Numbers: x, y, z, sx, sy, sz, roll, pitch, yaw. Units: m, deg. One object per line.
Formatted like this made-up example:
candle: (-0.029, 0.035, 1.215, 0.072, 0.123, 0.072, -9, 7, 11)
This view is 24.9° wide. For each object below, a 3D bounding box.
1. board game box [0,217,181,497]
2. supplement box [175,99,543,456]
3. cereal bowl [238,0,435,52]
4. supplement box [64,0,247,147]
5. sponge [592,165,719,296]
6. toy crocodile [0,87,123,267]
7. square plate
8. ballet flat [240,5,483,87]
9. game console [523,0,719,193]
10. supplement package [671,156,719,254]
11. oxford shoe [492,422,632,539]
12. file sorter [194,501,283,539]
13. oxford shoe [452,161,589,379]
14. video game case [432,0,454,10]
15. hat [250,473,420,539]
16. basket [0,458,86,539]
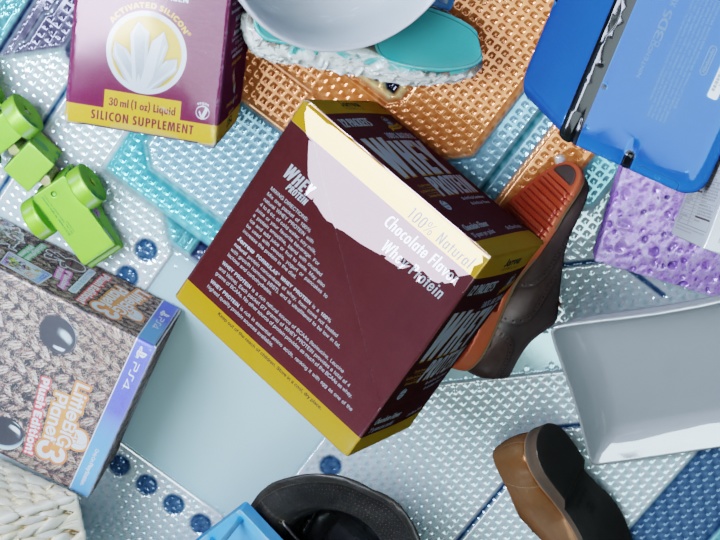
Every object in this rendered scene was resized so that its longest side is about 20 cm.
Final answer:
board game box: (-0.283, 0.071, 1.418, 0.198, 0.097, 0.161, 26, 109, -2)
supplement box: (0.000, 0.000, 1.311, 0.197, 0.132, 0.201, 41, 110, 16)
cereal bowl: (-0.021, -0.272, 1.229, 0.198, 0.083, 0.202, -14, 125, -20)
supplement box: (-0.156, -0.215, 1.308, 0.129, 0.103, 0.202, 9, 108, 4)
sponge: (0.301, -0.034, 1.349, 0.198, 0.030, 0.113, 17, 109, 1)
toy crocodile: (-0.276, -0.090, 1.391, 0.067, 0.062, 0.200, -35, 105, 15)
square plate: (0.270, 0.084, 1.350, 0.196, 0.029, 0.201, -10, 137, 13)
ballet flat: (0.000, -0.185, 1.319, 0.197, 0.072, 0.073, 9, 109, -8)
game console: (0.226, -0.188, 1.249, 0.169, 0.118, 0.202, 25, 110, 9)
supplement package: (0.351, -0.090, 1.240, 0.150, 0.151, 0.202, 20, 95, 0)
oxford shoe: (0.184, 0.224, 1.438, 0.071, 0.071, 0.201, -20, 106, 41)
file sorter: (-0.133, 0.327, 1.429, 0.139, 0.123, 0.200, 46, 130, -4)
oxford shoe: (0.142, 0.001, 1.371, 0.072, 0.071, 0.201, 21, 110, -29)
video game case: (0.041, -0.318, 1.272, 0.142, 0.018, 0.201, 21, 121, -3)
hat: (-0.013, 0.245, 1.450, 0.198, 0.081, 0.203, 11, 120, 20)
basket: (-0.331, 0.248, 1.418, 0.199, 0.134, 0.125, 8, 108, 52)
